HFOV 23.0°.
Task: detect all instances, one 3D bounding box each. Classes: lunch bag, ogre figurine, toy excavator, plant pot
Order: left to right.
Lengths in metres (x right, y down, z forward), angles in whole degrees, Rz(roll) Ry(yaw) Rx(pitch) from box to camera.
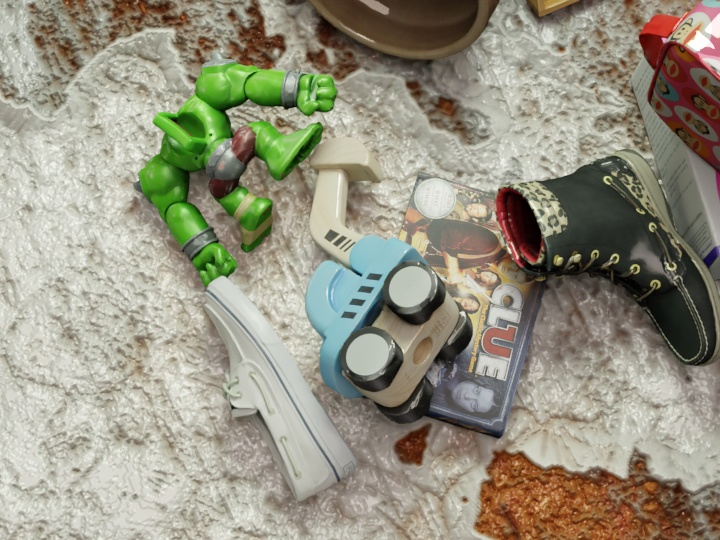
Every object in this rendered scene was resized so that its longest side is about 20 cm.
[{"bbox_3d":[-0.113,-0.100,1.515,0.120,0.098,0.200,35,121,11],"label":"ogre figurine"},{"bbox_3d":[0.000,0.000,1.478,0.200,0.100,0.195,28,79,31],"label":"toy excavator"},{"bbox_3d":[0.052,-0.313,1.549,0.200,0.200,0.175,27,58,4],"label":"plant pot"},{"bbox_3d":[0.294,-0.139,1.393,0.176,0.200,0.082,39,83,7],"label":"lunch bag"}]

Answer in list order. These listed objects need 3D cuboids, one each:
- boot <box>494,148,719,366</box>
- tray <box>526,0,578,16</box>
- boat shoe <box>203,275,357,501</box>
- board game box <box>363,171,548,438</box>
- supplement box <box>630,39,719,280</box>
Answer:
[{"bbox_3d":[0.208,0.000,1.492,0.153,0.073,0.204,-12,71,-35],"label":"boot"},{"bbox_3d":[0.237,-0.310,1.585,0.199,0.099,0.037,-24,48,-9],"label":"tray"},{"bbox_3d":[-0.082,0.100,1.482,0.067,0.074,0.200,-34,82,-12],"label":"boat shoe"},{"bbox_3d":[0.085,0.029,1.529,0.135,0.035,0.201,16,76,1],"label":"board game box"},{"bbox_3d":[0.317,-0.104,1.539,0.101,0.103,0.201,-15,76,-5],"label":"supplement box"}]
